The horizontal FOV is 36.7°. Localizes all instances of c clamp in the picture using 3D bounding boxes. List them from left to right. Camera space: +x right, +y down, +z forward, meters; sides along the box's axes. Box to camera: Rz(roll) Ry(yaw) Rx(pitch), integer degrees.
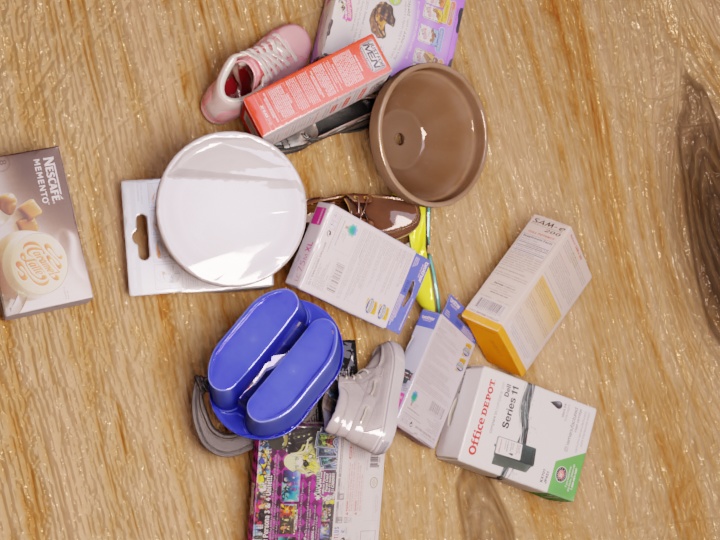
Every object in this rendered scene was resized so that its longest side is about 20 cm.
[{"bbox_3d":[-0.144,0.149,1.459,0.199,0.027,0.172,-28,95,-15],"label":"c clamp"}]

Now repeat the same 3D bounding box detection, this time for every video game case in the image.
[{"bbox_3d":[-0.058,0.303,1.459,0.180,0.036,0.202,3,93,-18],"label":"video game case"}]

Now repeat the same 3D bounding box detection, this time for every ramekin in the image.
[{"bbox_3d":[-0.175,-0.076,1.439,0.200,0.094,0.204,2,84,-15],"label":"ramekin"}]

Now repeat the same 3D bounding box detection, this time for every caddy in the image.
[{"bbox_3d":[-0.109,0.122,1.405,0.141,0.105,0.200,37,74,11],"label":"caddy"}]

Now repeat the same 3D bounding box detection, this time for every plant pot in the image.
[{"bbox_3d":[0.080,-0.191,1.552,0.199,0.092,0.203,-3,94,-35],"label":"plant pot"}]

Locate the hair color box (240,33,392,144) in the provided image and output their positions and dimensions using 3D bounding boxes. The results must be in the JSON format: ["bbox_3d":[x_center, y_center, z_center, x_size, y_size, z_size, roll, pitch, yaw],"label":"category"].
[{"bbox_3d":[-0.063,-0.241,1.482,0.199,0.101,0.062,-28,89,-10],"label":"hair color box"}]

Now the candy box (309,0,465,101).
[{"bbox_3d":[0.040,-0.354,1.607,0.198,0.071,0.169,17,78,-17],"label":"candy box"}]

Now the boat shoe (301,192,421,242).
[{"bbox_3d":[-0.009,-0.074,1.536,0.198,0.068,0.073,-3,80,-6],"label":"boat shoe"}]

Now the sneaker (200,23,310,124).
[{"bbox_3d":[-0.135,-0.285,1.521,0.200,0.105,0.075,-43,96,-20],"label":"sneaker"}]

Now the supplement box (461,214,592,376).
[{"bbox_3d":[0.248,0.036,1.604,0.200,0.073,0.126,-51,137,-18],"label":"supplement box"}]

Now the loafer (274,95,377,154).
[{"bbox_3d":[-0.062,-0.219,1.559,0.199,0.063,0.072,-19,90,-20],"label":"loafer"}]

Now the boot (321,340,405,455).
[{"bbox_3d":[0.002,0.153,1.460,0.095,0.074,0.201,24,33,-12],"label":"boot"}]

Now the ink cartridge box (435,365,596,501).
[{"bbox_3d":[0.228,0.239,1.595,0.199,0.083,0.148,21,77,-15],"label":"ink cartridge box"}]

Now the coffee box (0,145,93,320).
[{"bbox_3d":[-0.425,-0.047,1.401,0.113,0.080,0.202,-12,88,-20],"label":"coffee box"}]

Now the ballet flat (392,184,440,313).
[{"bbox_3d":[0.077,-0.028,1.592,0.066,0.067,0.202,-5,82,2],"label":"ballet flat"}]

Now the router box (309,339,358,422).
[{"bbox_3d":[-0.074,0.201,1.509,0.148,0.051,0.202,-2,84,-18],"label":"router box"}]

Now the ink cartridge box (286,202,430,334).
[{"bbox_3d":[0.000,0.000,1.492,0.199,0.042,0.120,27,83,-37],"label":"ink cartridge box"}]

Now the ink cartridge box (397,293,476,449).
[{"bbox_3d":[0.103,0.142,1.556,0.119,0.042,0.201,40,70,-49],"label":"ink cartridge box"}]

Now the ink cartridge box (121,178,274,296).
[{"bbox_3d":[-0.224,-0.048,1.496,0.198,0.047,0.162,-4,85,-14],"label":"ink cartridge box"}]
